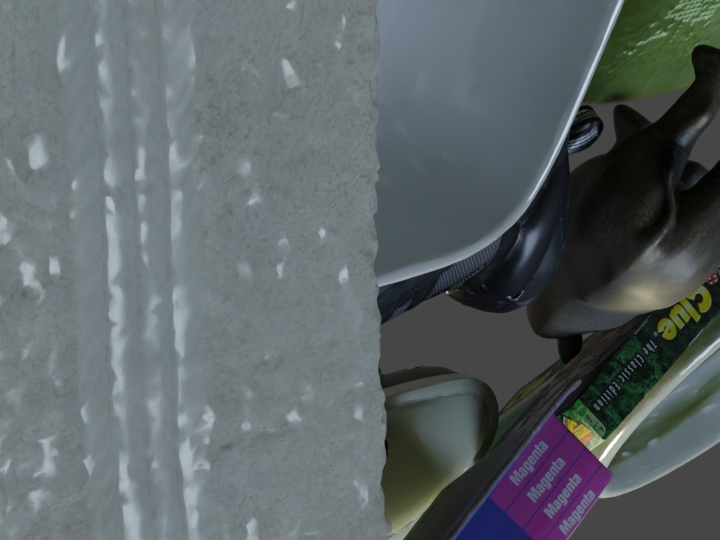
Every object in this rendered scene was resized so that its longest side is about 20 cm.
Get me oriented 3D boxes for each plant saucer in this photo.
[{"bbox_3d":[0.168,0.023,1.128,0.200,0.050,0.200,-34,161,-13],"label":"plant saucer"}]

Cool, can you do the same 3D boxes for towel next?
[{"bbox_3d":[-0.050,0.002,0.529,0.132,0.034,0.200,-21,123,-36],"label":"towel"}]

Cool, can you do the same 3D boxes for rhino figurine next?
[{"bbox_3d":[0.095,-0.013,0.935,0.088,0.060,0.200,-56,-177,-16],"label":"rhino figurine"}]

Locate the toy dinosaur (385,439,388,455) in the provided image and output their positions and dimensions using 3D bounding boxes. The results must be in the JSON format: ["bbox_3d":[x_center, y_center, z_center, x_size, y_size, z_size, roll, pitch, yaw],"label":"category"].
[{"bbox_3d":[-0.065,0.128,0.799,0.136,0.102,0.200,79,27,-57],"label":"toy dinosaur"}]

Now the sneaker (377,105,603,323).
[{"bbox_3d":[0.000,0.000,0.835,0.200,0.076,0.114,-40,154,7],"label":"sneaker"}]

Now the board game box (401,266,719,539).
[{"bbox_3d":[0.081,0.058,1.025,0.105,0.023,0.200,-48,-179,-28],"label":"board game box"}]

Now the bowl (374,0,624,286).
[{"bbox_3d":[-0.019,-0.089,0.595,0.200,0.075,0.200,-11,130,-44],"label":"bowl"}]

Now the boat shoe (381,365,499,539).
[{"bbox_3d":[-0.041,0.087,0.974,0.201,0.060,0.072,-28,125,-17],"label":"boat shoe"}]

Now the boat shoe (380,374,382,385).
[{"bbox_3d":[-0.058,0.104,0.885,0.060,0.072,0.202,43,83,-24],"label":"boat shoe"}]

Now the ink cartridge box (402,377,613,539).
[{"bbox_3d":[0.008,0.142,0.862,0.196,0.043,0.200,-51,180,-18],"label":"ink cartridge box"}]
